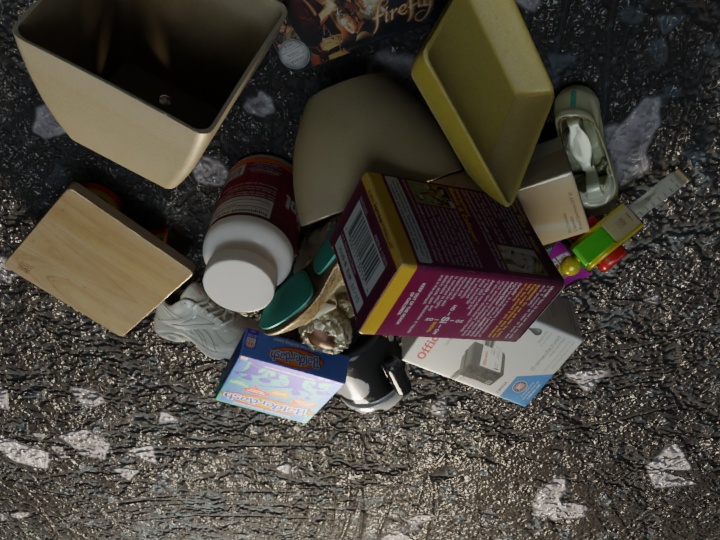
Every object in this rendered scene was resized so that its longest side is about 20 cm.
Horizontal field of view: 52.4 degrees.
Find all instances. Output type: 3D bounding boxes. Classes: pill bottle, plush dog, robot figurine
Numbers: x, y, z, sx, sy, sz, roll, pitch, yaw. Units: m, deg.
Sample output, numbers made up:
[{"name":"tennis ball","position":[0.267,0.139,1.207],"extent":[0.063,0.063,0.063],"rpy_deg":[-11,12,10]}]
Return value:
[{"name":"pill bottle","position":[-0.134,-0.047,0.923],"extent":[0.112,0.201,0.114],"rpy_deg":[3,133,3]},{"name":"plush dog","position":[0.000,0.000,1.006],"extent":[0.171,0.161,0.201],"rpy_deg":[5,114,-23]},{"name":"robot figurine","position":[-0.001,0.132,1.120],"extent":[0.124,0.151,0.201],"rpy_deg":[-22,127,5]}]

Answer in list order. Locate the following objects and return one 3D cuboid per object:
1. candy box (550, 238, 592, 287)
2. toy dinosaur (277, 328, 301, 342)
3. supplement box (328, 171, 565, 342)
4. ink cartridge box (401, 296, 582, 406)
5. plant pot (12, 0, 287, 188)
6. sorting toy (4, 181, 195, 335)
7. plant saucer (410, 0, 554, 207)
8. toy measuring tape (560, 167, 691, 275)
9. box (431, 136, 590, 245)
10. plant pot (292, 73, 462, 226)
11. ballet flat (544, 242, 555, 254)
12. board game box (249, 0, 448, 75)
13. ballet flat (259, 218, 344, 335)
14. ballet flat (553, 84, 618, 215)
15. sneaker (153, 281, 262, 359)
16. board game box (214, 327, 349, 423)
[{"name":"candy box","position":[0.200,-0.043,0.984],"extent":[0.136,0.061,0.200],"rpy_deg":[-30,123,28]},{"name":"toy dinosaur","position":[-0.107,0.143,1.168],"extent":[0.135,0.086,0.200],"rpy_deg":[-22,124,27]},{"name":"supplement box","position":[0.086,-0.010,0.753],"extent":[0.199,0.131,0.103],"rpy_deg":[6,134,-27]},{"name":"ink cartridge box","position":[0.173,0.082,0.995],"extent":[0.199,0.084,0.146],"rpy_deg":[22,126,-13]},{"name":"plant pot","position":[-0.221,-0.208,0.789],"extent":[0.199,0.201,0.177],"rpy_deg":[27,149,-6]},{"name":"sorting toy","position":[-0.369,-0.025,1.059],"extent":[0.200,0.070,0.198],"rpy_deg":[38,125,-25]},{"name":"plant saucer","position":[0.127,-0.201,0.775],"extent":[0.048,0.201,0.200],"rpy_deg":[-5,135,39]},{"name":"toy measuring tape","position":[0.330,-0.056,0.931],"extent":[0.200,0.074,0.074],"rpy_deg":[-37,126,-8]},{"name":"box","position":[0.158,-0.071,0.869],"extent":[0.199,0.078,0.095],"rpy_deg":[-19,127,18]},{"name":"plant pot","position":[0.004,-0.148,0.847],"extent":[0.199,0.200,0.135],"rpy_deg":[-17,94,20]},{"name":"ballet flat","position":[0.171,0.012,0.896],"extent":[0.200,0.072,0.072],"rpy_deg":[-36,132,-18]},{"name":"board game box","position":[-0.019,-0.307,0.787],"extent":[0.199,0.035,0.136],"rpy_deg":[-15,129,19]},{"name":"ballet flat","position":[-0.041,0.015,0.876],"extent":[0.065,0.071,0.200],"rpy_deg":[27,119,-35]},{"name":"ballet flat","position":[0.276,-0.129,0.895],"extent":[0.069,0.070,0.201],"rpy_deg":[-15,129,19]},{"name":"sneaker","position":[-0.234,0.068,1.104],"extent":[0.199,0.078,0.100],"rpy_deg":[11,125,18]},{"name":"board game box","position":[-0.119,0.159,1.065],"extent":[0.151,0.045,0.200],"rpy_deg":[17,149,-12]}]
